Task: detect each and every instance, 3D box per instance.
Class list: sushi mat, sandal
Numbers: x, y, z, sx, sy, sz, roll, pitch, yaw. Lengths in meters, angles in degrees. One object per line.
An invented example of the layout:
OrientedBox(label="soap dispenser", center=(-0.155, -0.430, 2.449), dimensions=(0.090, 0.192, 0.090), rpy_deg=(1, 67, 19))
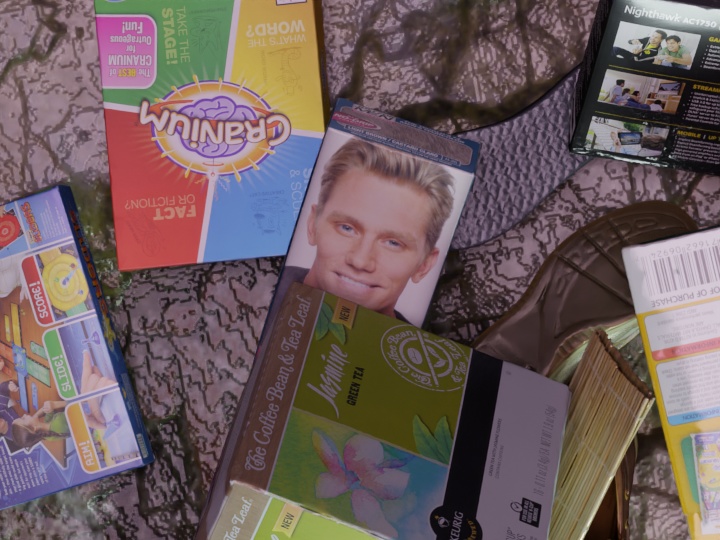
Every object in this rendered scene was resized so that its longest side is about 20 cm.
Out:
OrientedBox(label="sushi mat", center=(0.129, 0.142, 1.448), dimensions=(0.012, 0.096, 0.200), rpy_deg=(13, 113, -23))
OrientedBox(label="sandal", center=(0.105, -0.074, 1.511), dimensions=(0.200, 0.043, 0.076), rpy_deg=(-28, 94, -2))

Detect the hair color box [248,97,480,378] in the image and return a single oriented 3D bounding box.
OrientedBox(label="hair color box", center=(0.000, 0.000, 1.473), dimensions=(0.100, 0.061, 0.200), rpy_deg=(17, 114, -1))

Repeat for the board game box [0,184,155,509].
OrientedBox(label="board game box", center=(-0.235, 0.056, 1.556), dimensions=(0.135, 0.034, 0.200), rpy_deg=(-17, 88, 8))

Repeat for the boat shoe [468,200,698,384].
OrientedBox(label="boat shoe", center=(0.142, 0.033, 1.500), dimensions=(0.201, 0.063, 0.073), rpy_deg=(-45, 72, -1))

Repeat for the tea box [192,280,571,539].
OrientedBox(label="tea box", center=(0.009, 0.142, 1.387), dimensions=(0.197, 0.200, 0.134), rpy_deg=(20, 126, -5))

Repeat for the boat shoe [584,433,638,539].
OrientedBox(label="boat shoe", center=(0.141, 0.185, 1.490), dimensions=(0.072, 0.068, 0.200), rpy_deg=(8, 92, 8))

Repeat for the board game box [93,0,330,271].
OrientedBox(label="board game box", center=(-0.096, -0.105, 1.532), dimensions=(0.153, 0.040, 0.200), rpy_deg=(-6, 90, 8))

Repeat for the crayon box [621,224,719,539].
OrientedBox(label="crayon box", center=(0.243, 0.069, 1.371), dimensions=(0.126, 0.052, 0.200), rpy_deg=(-13, 89, 15))

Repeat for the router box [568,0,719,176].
OrientedBox(label="router box", center=(0.242, -0.123, 1.421), dimensions=(0.200, 0.149, 0.051), rpy_deg=(9, 51, -2))
